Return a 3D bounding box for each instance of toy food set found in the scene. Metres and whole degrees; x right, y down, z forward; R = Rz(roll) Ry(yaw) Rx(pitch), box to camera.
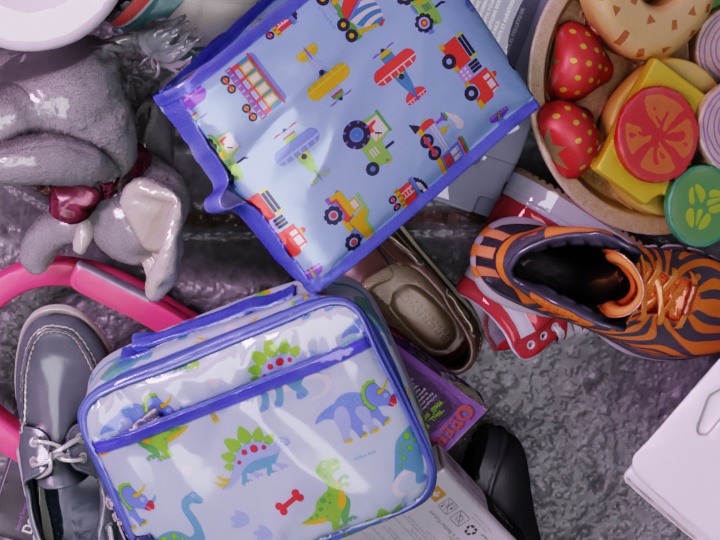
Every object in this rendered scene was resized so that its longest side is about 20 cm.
[{"bbox_3d":[0.198,-0.120,1.319,0.198,0.049,0.200,32,79,-23],"label":"toy food set"}]

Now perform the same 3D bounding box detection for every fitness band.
[{"bbox_3d":[-0.171,0.074,1.352,0.200,0.037,0.144,30,104,-10],"label":"fitness band"}]

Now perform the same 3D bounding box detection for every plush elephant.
[{"bbox_3d":[-0.173,-0.063,1.278,0.200,0.165,0.155,-14,114,7],"label":"plush elephant"}]

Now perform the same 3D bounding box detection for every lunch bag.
[{"bbox_3d":[-0.065,0.098,1.274,0.200,0.082,0.161,-20,106,4],"label":"lunch bag"},{"bbox_3d":[-0.016,-0.095,1.237,0.200,0.094,0.151,-43,107,-25],"label":"lunch bag"}]

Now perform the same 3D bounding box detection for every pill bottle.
[{"bbox_3d":[-0.189,-0.201,1.218,0.114,0.200,0.114,-1,107,-4],"label":"pill bottle"}]

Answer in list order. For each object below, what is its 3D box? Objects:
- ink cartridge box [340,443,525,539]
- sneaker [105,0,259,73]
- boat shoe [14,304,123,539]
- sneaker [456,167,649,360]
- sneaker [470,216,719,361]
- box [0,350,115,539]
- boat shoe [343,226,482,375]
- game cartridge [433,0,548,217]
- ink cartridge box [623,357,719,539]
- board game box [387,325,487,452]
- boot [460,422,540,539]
[{"bbox_3d":[0.003,0.204,1.357,0.200,0.037,0.095,-37,117,12],"label":"ink cartridge box"},{"bbox_3d":[-0.066,-0.201,1.305,0.200,0.070,0.093,-41,120,6],"label":"sneaker"},{"bbox_3d":[-0.182,0.122,1.315,0.073,0.062,0.200,-4,108,-1],"label":"boat shoe"},{"bbox_3d":[0.155,0.028,1.365,0.200,0.071,0.113,32,90,-15],"label":"sneaker"},{"bbox_3d":[0.172,0.018,1.273,0.200,0.112,0.078,10,92,-14],"label":"sneaker"},{"bbox_3d":[-0.139,0.137,1.406,0.200,0.036,0.143,18,103,-10],"label":"box"},{"bbox_3d":[0.004,-0.005,1.354,0.202,0.075,0.075,37,100,-13],"label":"boat shoe"},{"bbox_3d":[0.060,-0.146,1.339,0.133,0.042,0.200,19,104,-5],"label":"game cartridge"},{"bbox_3d":[0.263,0.102,1.333,0.085,0.200,0.145,42,101,18],"label":"ink cartridge box"},{"bbox_3d":[-0.027,0.125,1.350,0.120,0.032,0.200,38,104,-21],"label":"board game box"},{"bbox_3d":[0.139,0.208,1.424,0.168,0.076,0.200,10,110,-4],"label":"boot"}]
